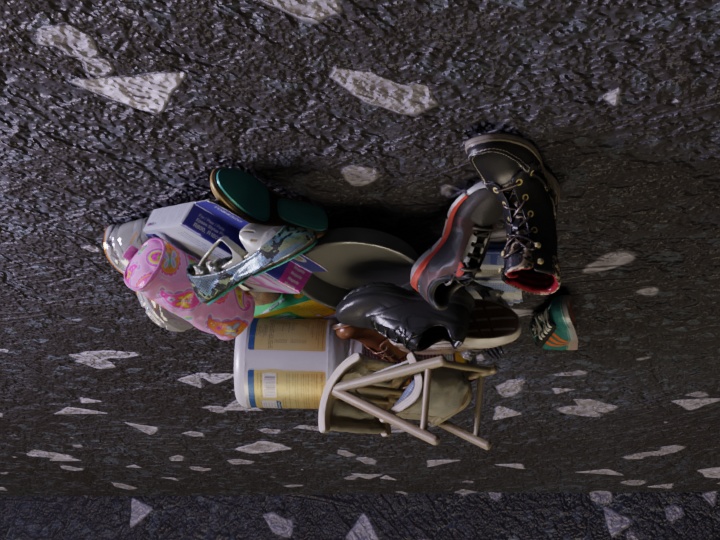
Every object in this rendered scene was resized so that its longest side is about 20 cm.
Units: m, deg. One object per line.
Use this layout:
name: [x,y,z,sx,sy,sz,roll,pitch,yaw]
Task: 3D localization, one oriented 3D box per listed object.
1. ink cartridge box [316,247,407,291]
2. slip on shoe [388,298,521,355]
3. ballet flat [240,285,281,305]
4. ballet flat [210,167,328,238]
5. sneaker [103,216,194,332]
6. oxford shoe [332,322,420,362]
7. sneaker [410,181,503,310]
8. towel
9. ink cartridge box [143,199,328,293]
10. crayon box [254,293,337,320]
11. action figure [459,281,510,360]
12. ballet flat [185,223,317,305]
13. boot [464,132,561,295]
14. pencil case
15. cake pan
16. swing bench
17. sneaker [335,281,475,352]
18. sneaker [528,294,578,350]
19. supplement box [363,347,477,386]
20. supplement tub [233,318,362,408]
ink cartridge box: [0.022,0.007,1.527,0.109,0.051,0.200,-14,143,33]
slip on shoe: [0.137,0.091,1.456,0.199,0.076,0.061,-6,139,17]
ballet flat: [-0.210,0.008,1.540,0.199,0.068,0.067,9,141,-19]
ballet flat: [-0.130,-0.077,1.321,0.063,0.069,0.200,-24,146,39]
sneaker: [-0.284,0.007,1.459,0.092,0.076,0.200,-18,124,23]
oxford shoe: [0.036,0.106,1.549,0.071,0.072,0.200,-13,165,41]
sneaker: [0.145,-0.027,1.325,0.077,0.082,0.200,9,126,-35]
towel: [0.180,0.006,1.558,0.146,0.024,0.200,1,155,8]
ink cartridge box: [-0.173,-0.027,1.359,0.196,0.043,0.200,31,165,-27]
crayon box: [-0.114,0.060,1.659,0.200,0.058,0.119,-16,151,36]
action figure: [0.172,0.068,1.535,0.200,0.119,0.102,27,-173,-48]
ballet flat: [-0.145,-0.020,1.262,0.200,0.074,0.074,-28,145,28]
boot: [0.190,-0.067,1.217,0.073,0.151,0.200,-11,154,28]
pencil case: [-0.239,0.026,1.407,0.087,0.088,0.200,-16,146,35]
cake pan: [0.000,0.000,1.433,0.199,0.037,0.200,5,150,3]
swing bench: [0.073,0.191,1.500,0.199,0.130,0.199,2,172,30]
sneaker: [0.059,0.069,1.412,0.199,0.091,0.076,-2,147,17]
sneaker: [0.325,0.097,1.699,0.080,0.072,0.200,-7,157,10]
supplement box: [0.090,0.131,1.691,0.199,0.131,0.103,-5,179,17]
supplement tub: [-0.095,0.149,1.606,0.199,0.145,0.145,1,157,1]
